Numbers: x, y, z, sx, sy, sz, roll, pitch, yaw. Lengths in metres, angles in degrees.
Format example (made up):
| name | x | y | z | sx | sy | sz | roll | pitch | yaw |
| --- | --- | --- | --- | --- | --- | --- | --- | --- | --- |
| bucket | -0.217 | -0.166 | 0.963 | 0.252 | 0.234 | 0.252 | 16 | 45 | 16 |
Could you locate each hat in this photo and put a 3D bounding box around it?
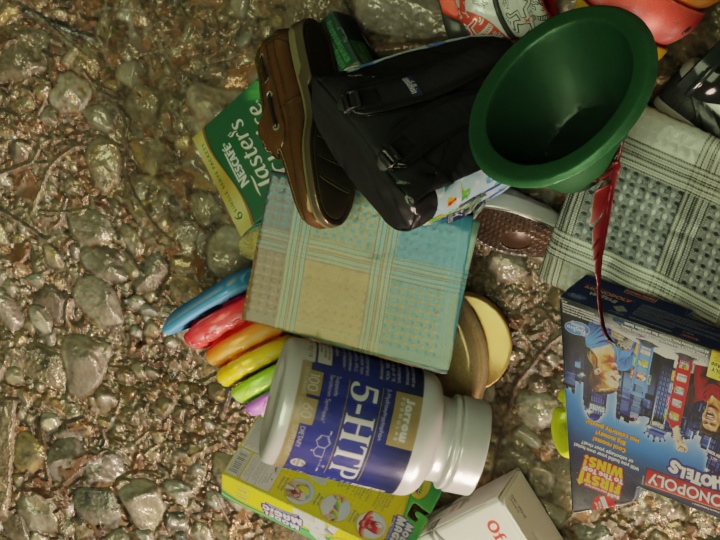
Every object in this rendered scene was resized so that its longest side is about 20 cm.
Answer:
| name | x | y | z | sx | sy | sz | roll | pitch | yaw |
| --- | --- | --- | --- | --- | --- | --- | --- | --- | --- |
| hat | 0.197 | -0.092 | 1.458 | 0.200 | 0.166 | 0.176 | -46 | 132 | 3 |

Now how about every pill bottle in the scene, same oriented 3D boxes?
| name | x | y | z | sx | sy | sz | roll | pitch | yaw |
| --- | --- | --- | --- | --- | --- | --- | --- | --- | --- |
| pill bottle | 0.015 | 0.141 | 1.610 | 0.198 | 0.120 | 0.121 | 14 | 112 | -8 |

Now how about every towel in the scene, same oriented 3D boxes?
| name | x | y | z | sx | sy | sz | roll | pitch | yaw |
| --- | --- | --- | --- | --- | --- | --- | --- | --- | --- |
| towel | 0.000 | 0.000 | 1.589 | 0.198 | 0.022 | 0.148 | 14 | 99 | 7 |
| towel | 0.267 | -0.031 | 1.506 | 0.199 | 0.034 | 0.194 | 28 | 111 | 19 |

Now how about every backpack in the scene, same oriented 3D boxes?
| name | x | y | z | sx | sy | sz | roll | pitch | yaw |
| --- | --- | --- | --- | --- | --- | --- | --- | --- | --- |
| backpack | 0.079 | -0.125 | 1.518 | 0.199 | 0.154 | 0.163 | -32 | 66 | -15 |

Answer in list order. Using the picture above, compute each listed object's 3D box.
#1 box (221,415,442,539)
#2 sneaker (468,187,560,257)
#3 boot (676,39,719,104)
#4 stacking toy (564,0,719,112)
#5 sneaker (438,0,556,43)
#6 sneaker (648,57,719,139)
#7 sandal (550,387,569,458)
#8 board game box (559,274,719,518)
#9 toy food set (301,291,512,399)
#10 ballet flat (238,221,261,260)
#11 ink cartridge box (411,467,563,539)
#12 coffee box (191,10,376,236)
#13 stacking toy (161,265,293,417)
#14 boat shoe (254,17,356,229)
| name | x | y | z | sx | sy | sz | roll | pitch | yaw |
| --- | --- | --- | --- | --- | --- | --- | --- | --- | --- |
| box | -0.024 | 0.209 | 1.718 | 0.199 | 0.118 | 0.049 | 23 | 143 | 14 |
| sneaker | 0.110 | -0.078 | 1.608 | 0.198 | 0.085 | 0.073 | 20 | 146 | -8 |
| boot | 0.351 | -0.126 | 1.436 | 0.073 | 0.198 | 0.163 | -44 | 82 | 25 |
| stacking toy | 0.227 | -0.217 | 1.472 | 0.146 | 0.146 | 0.201 | 33 | 112 | 8 |
| sneaker | 0.108 | -0.297 | 1.542 | 0.107 | 0.067 | 0.203 | -14 | 104 | 22 |
| sneaker | 0.324 | -0.079 | 1.531 | 0.200 | 0.073 | 0.112 | 49 | 119 | 10 |
| sandal | 0.243 | 0.081 | 1.612 | 0.086 | 0.080 | 0.202 | 11 | 107 | -21 |
| board game box | 0.257 | 0.132 | 1.512 | 0.199 | 0.062 | 0.201 | 20 | 119 | 25 |
| toy food set | 0.034 | 0.076 | 1.693 | 0.197 | 0.049 | 0.201 | 37 | 115 | 7 |
| ballet flat | -0.014 | -0.023 | 1.632 | 0.198 | 0.071 | 0.071 | -9 | 104 | -3 |
| ink cartridge box | 0.106 | 0.308 | 1.718 | 0.199 | 0.083 | 0.147 | -31 | 94 | 26 |
| coffee box | -0.060 | -0.133 | 1.642 | 0.200 | 0.044 | 0.124 | -37 | 67 | 26 |
| stacking toy | -0.092 | 0.103 | 1.694 | 0.109 | 0.116 | 0.201 | -30 | 84 | 27 |
| boat shoe | -0.053 | -0.124 | 1.572 | 0.068 | 0.072 | 0.202 | -19 | 64 | 29 |
